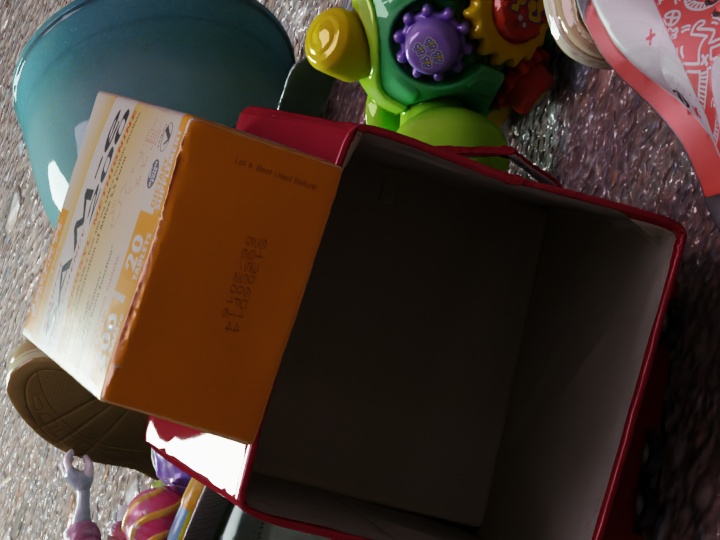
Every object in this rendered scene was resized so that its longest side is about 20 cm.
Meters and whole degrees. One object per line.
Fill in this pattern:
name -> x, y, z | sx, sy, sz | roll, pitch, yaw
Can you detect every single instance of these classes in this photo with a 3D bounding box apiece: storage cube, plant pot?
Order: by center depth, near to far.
storage cube -> 0.019, 0.034, 1.314 | 0.180, 0.171, 0.200 | -160, 87, -71
plant pot -> -0.128, -0.064, 1.935 | 0.200, 0.200, 0.188 | -58, 32, 39

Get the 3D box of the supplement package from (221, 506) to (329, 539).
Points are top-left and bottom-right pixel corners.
supplement package -> -0.034, 0.179, 1.581 | 0.200, 0.117, 0.117 | -25, 50, 65

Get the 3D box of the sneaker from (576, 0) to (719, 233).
sneaker -> 0.173, -0.102, 1.248 | 0.108, 0.067, 0.201 | -54, 44, 31

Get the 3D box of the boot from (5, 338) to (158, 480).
boot -> -0.143, 0.044, 1.791 | 0.073, 0.200, 0.156 | -34, 48, 34

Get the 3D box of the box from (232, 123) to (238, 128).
box -> 0.000, 0.000, 1.496 | 0.164, 0.200, 0.086 | 151, 131, -65

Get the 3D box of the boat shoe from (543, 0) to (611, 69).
boat shoe -> 0.143, -0.202, 1.446 | 0.069, 0.074, 0.200 | 156, 128, -73

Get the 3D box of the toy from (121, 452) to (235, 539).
toy -> -0.098, 0.135, 1.477 | 0.115, 0.047, 0.200 | -2, -69, -83

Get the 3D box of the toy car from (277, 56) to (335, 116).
toy car -> -0.040, -0.030, 1.724 | 0.200, 0.164, 0.158 | -52, 27, 22

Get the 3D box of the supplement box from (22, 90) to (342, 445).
supplement box -> -0.084, -0.006, 1.260 | 0.200, 0.073, 0.126 | -160, 87, -73

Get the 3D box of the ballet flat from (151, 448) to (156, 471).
ballet flat -> -0.026, 0.087, 1.666 | 0.200, 0.071, 0.069 | -22, 58, 21

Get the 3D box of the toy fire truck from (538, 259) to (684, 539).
toy fire truck -> 0.094, 0.101, 1.388 | 0.141, 0.049, 0.200 | 153, 129, -64

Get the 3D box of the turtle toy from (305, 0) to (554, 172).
turtle toy -> 0.053, -0.123, 1.571 | 0.101, 0.146, 0.200 | 6, 81, 49

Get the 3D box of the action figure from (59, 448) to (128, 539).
action figure -> -0.139, 0.205, 1.740 | 0.200, 0.134, 0.149 | 73, -143, -65
